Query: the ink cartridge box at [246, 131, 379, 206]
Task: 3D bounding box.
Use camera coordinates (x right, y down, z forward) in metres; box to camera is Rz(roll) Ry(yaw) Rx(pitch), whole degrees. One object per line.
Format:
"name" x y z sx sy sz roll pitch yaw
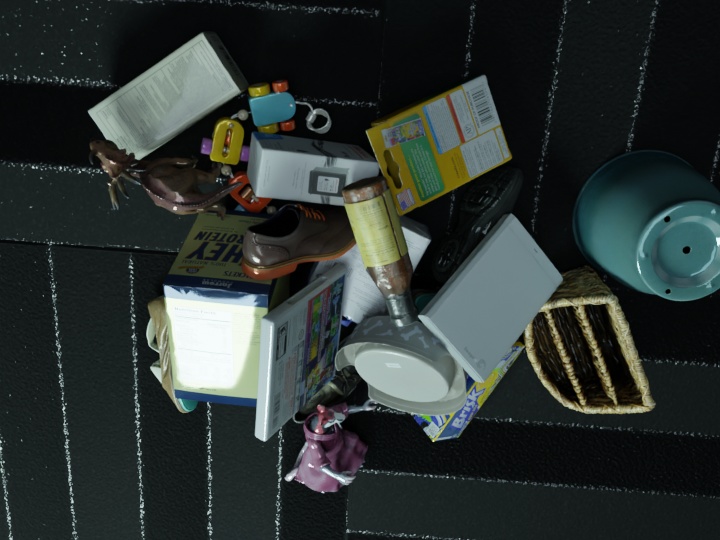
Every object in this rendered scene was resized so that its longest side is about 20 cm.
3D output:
"ink cartridge box" -0.049 -0.138 0.954 0.200 0.116 0.067 4 111 -18

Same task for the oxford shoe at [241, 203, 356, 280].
"oxford shoe" -0.065 -0.054 0.902 0.071 0.200 0.073 34 136 33

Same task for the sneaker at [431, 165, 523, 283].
"sneaker" 0.186 -0.060 1.021 0.091 0.076 0.200 27 98 -31

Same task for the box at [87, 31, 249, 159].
"box" -0.267 -0.242 0.971 0.200 0.078 0.095 -28 106 11

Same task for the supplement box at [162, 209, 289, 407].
"supplement box" -0.180 0.049 0.980 0.134 0.200 0.200 6 125 0

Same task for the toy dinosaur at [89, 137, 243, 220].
"toy dinosaur" -0.260 -0.111 0.918 0.200 0.135 0.086 20 105 26

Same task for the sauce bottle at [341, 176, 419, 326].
"sauce bottle" 0.031 -0.022 0.910 0.066 0.066 0.200 -14 106 7

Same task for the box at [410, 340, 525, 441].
"box" 0.166 0.174 1.080 0.070 0.064 0.200 6 123 -45

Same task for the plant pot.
"plant pot" 0.415 -0.053 0.950 0.200 0.188 0.200 1 109 3

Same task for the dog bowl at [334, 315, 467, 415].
"dog bowl" 0.065 0.139 1.010 0.200 0.059 0.200 15 146 10

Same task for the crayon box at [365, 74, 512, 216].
"crayon box" 0.101 -0.172 0.949 0.200 0.052 0.126 -28 108 -20

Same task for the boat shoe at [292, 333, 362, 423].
"boat shoe" -0.036 0.177 1.110 0.073 0.065 0.200 39 105 -9

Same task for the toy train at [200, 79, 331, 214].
"toy train" -0.144 -0.181 1.004 0.150 0.056 0.200 36 101 -27

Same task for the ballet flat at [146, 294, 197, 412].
"ballet flat" -0.308 0.132 1.112 0.072 0.068 0.200 3 110 23

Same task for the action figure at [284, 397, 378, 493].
"action figure" -0.054 0.265 1.105 0.149 0.134 0.200 11 141 22

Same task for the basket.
"basket" 0.325 0.118 1.033 0.143 0.149 0.200 -21 107 9

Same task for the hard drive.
"hard drive" 0.186 0.037 0.958 0.132 0.026 0.200 48 70 -16

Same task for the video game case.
"video game case" -0.082 0.111 0.962 0.023 0.182 0.200 21 122 23

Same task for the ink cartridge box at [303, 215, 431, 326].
"ink cartridge box" 0.000 0.000 1.043 0.136 0.076 0.200 26 106 -6

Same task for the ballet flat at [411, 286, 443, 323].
"ballet flat" 0.119 0.051 1.041 0.200 0.068 0.068 10 87 -44
